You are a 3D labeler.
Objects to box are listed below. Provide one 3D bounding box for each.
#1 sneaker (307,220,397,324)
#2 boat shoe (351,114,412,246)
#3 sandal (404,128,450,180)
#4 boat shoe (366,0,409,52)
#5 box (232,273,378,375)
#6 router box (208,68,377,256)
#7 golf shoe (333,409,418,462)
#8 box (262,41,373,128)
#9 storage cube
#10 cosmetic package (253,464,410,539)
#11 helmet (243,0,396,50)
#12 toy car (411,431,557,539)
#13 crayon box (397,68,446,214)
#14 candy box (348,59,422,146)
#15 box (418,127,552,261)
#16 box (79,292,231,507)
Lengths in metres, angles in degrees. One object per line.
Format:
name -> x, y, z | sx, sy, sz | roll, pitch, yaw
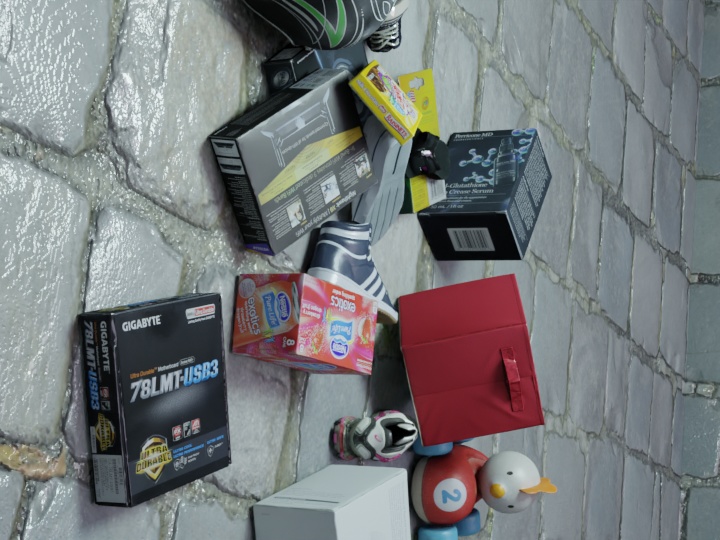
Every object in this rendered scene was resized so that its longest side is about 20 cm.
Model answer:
sneaker -> 0.000, 0.000, 1.800 | 0.200, 0.070, 0.109 | 35, 60, -54
boat shoe -> 0.020, -0.124, 1.816 | 0.074, 0.067, 0.200 | -19, 141, -40
sandal -> 0.099, -0.168, 1.897 | 0.200, 0.048, 0.075 | -5, 91, -67
boat shoe -> 0.035, -0.337, 1.819 | 0.200, 0.075, 0.093 | -87, 168, -67
box -> -0.065, 0.069, 1.645 | 0.200, 0.095, 0.100 | 24, 69, -60
router box -> -0.077, -0.134, 1.617 | 0.200, 0.052, 0.157 | -37, 123, -37
golf shoe -> 0.043, 0.233, 1.855 | 0.200, 0.092, 0.073 | 1, 87, -64
box -> -0.047, -0.232, 1.745 | 0.200, 0.043, 0.160 | -49, 131, -52
storage cube -> 0.158, 0.128, 1.931 | 0.200, 0.180, 0.171 | -91, 169, -66
cosmetic package -> -0.029, 0.366, 1.676 | 0.200, 0.123, 0.200 | -13, 101, -61
helmet -> -0.040, -0.365, 1.609 | 0.191, 0.200, 0.200 | 38, 51, -21
toy car -> 0.195, 0.325, 2.026 | 0.177, 0.200, 0.185 | -13, 100, -62
crayon box -> 0.073, -0.192, 1.966 | 0.127, 0.051, 0.200 | -26, 112, -61
candy box -> 0.035, -0.217, 1.703 | 0.102, 0.026, 0.200 | 51, 13, -8
box -> 0.200, -0.120, 2.104 | 0.107, 0.148, 0.200 | 65, 35, -39
box -> -0.212, 0.131, 1.414 | 0.200, 0.050, 0.199 | -10, 99, -63
